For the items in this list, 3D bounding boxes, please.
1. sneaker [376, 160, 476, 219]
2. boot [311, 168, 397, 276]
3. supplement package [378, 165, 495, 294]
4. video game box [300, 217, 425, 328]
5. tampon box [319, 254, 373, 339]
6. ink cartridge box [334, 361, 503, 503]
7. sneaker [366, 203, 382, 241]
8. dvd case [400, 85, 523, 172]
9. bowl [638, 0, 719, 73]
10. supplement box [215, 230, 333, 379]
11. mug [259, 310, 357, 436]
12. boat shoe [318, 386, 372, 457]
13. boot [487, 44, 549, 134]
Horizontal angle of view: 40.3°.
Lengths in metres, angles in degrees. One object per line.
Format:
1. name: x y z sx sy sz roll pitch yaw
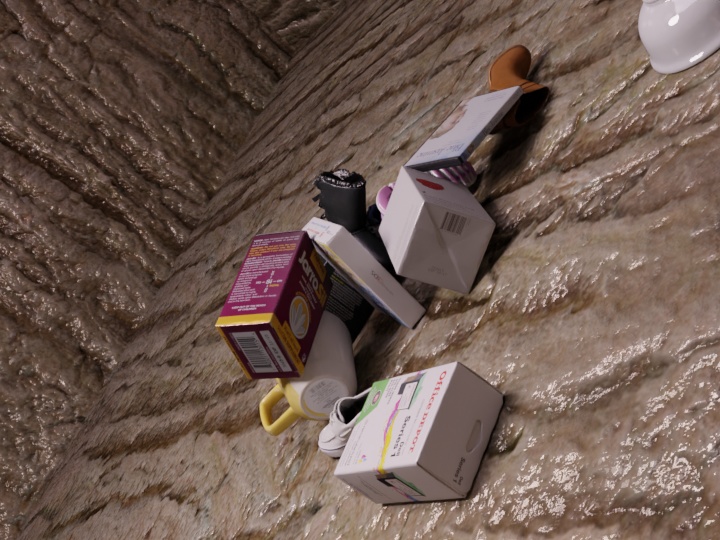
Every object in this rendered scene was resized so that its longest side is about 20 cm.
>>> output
1. sneaker: 0.110 -0.128 1.692 0.199 0.081 0.089 -28 -27 -21
2. boot: -0.002 -0.087 1.737 0.197 0.164 0.073 21 34 40
3. supplement package: 0.113 -0.067 1.522 0.200 0.120 0.121 -110 38 -68
4. video game box: 0.000 0.000 1.603 0.047 0.200 0.182 -47 18 -4
5. tampon box: -0.083 0.084 1.780 0.201 0.126 0.150 -56 19 -7
6. ink cartridge box: 0.071 0.208 1.242 0.199 0.084 0.146 -24 34 56
7. sneaker: 0.033 -0.089 1.812 0.200 0.085 0.078 -39 54 33
8. dvd case: 0.167 -0.231 1.621 0.142 0.018 0.200 -4 39 52
9. bowl: 0.448 -0.376 1.338 0.201 0.090 0.202 -47 19 21
10. supplement box: -0.131 0.054 1.552 0.102 0.132 0.201 -5 44 24
11. mug: -0.075 0.182 1.608 0.153 0.147 0.189 -117 37 -60
12. boat shoe: -0.011 0.216 1.462 0.200 0.065 0.074 -38 24 41
13. boot: 0.272 -0.319 1.706 0.200 0.077 0.155 -49 23 -17
